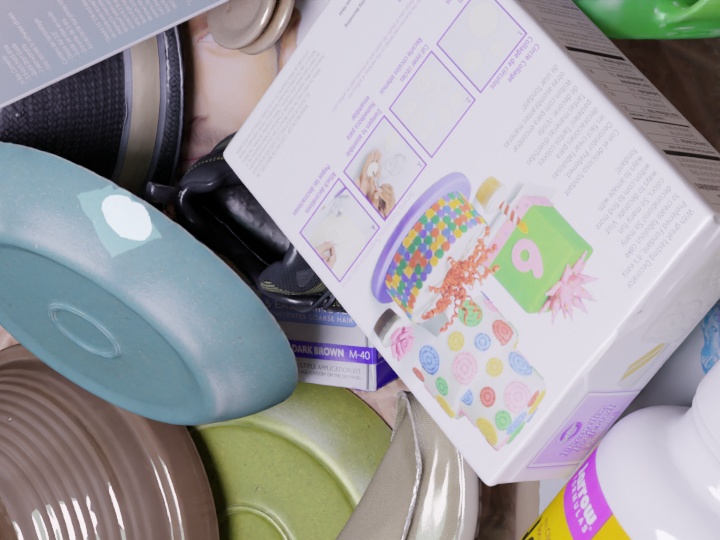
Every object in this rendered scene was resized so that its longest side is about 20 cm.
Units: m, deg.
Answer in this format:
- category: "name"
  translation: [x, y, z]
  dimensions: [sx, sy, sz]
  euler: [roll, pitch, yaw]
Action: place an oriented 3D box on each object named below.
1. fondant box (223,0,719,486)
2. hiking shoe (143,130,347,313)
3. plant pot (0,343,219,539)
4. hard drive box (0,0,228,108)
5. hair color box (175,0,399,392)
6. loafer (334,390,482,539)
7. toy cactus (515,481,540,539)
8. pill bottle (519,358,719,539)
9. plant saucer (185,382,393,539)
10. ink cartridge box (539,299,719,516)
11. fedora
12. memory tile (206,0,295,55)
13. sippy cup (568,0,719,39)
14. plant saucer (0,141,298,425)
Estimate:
- category: "fondant box"
  translation: [0.051, -0.034, 0.919]
  dimensions: [0.144, 0.058, 0.200]
  euler: [-53, 58, 24]
- category: "hiking shoe"
  translation: [0.000, 0.000, 1.036]
  dimensions: [0.200, 0.101, 0.076]
  euler: [21, 111, 17]
- category: "plant pot"
  translation: [-0.177, 0.140, 1.209]
  dimensions: [0.201, 0.093, 0.201]
  euler: [11, 107, 39]
- category: "hard drive box"
  translation: [-0.151, -0.171, 1.043]
  dimensions: [0.200, 0.077, 0.156]
  euler: [-24, 56, 4]
- category: "hair color box"
  translation: [-0.030, -0.047, 1.131]
  dimensions: [0.109, 0.065, 0.200]
  euler: [5, 103, 26]
- category: "loafer"
  translation: [0.011, 0.148, 1.123]
  dimensions: [0.068, 0.076, 0.200]
  euler: [8, 100, -13]
- category: "toy cactus"
  translation: [0.098, 0.177, 1.088]
  dimensions: [0.102, 0.200, 0.165]
  euler: [-38, 44, 34]
- category: "pill bottle"
  translation: [0.116, 0.125, 0.912]
  dimensions: [0.104, 0.104, 0.200]
  euler: [42, 118, 12]
- category: "plant saucer"
  translation: [-0.053, 0.147, 1.208]
  dimensions: [0.200, 0.031, 0.200]
  euler: [7, 105, 26]
- category: "ink cartridge box"
  translation: [0.193, 0.067, 1.001]
  dimensions: [0.200, 0.145, 0.145]
  euler: [9, 107, 25]
- category: "fedora"
  translation: [-0.169, -0.098, 1.138]
  dimensions: [0.200, 0.091, 0.201]
  euler: [18, 114, 47]
- category: "memory tile"
  translation: [-0.017, -0.207, 1.045]
  dimensions: [0.200, 0.017, 0.154]
  euler: [-41, 52, 34]
- category: "sippy cup"
  translation: [0.108, -0.171, 0.991]
  dimensions: [0.178, 0.140, 0.131]
  euler: [5, 101, 22]
- category: "plant saucer"
  translation: [-0.124, 0.017, 1.092]
  dimensions: [0.200, 0.036, 0.200]
  euler: [27, 156, 13]
